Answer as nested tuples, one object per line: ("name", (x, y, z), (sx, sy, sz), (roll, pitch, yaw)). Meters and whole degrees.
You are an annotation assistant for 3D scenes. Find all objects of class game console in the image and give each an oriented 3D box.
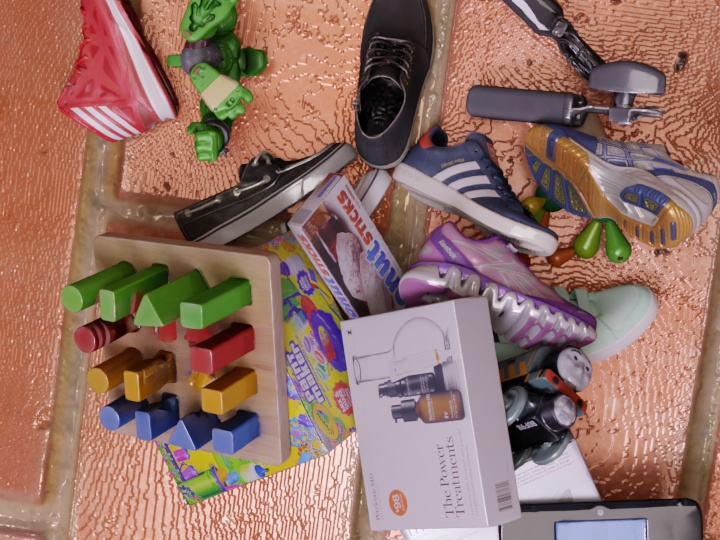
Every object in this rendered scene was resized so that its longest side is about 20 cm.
("game console", (0.235, 0.313, 1.316), (0.198, 0.031, 0.179), (-2, 96, 1))

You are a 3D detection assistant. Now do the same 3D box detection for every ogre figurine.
("ogre figurine", (-0.145, -0.214, 1.346), (0.097, 0.120, 0.202), (-19, 94, 0))

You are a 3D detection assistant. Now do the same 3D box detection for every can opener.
("can opener", (0.203, -0.176, 1.329), (0.199, 0.053, 0.068), (9, 97, 27))

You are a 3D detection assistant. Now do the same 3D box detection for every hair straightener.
("hair straightener", (0.198, -0.229, 1.349), (0.041, 0.077, 0.200), (-39, 94, 20))

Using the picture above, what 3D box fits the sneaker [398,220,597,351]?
("sneaker", (0.138, 0.013, 1.279), (0.199, 0.081, 0.089), (21, 62, -11))

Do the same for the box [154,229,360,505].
("box", (-0.116, 0.095, 1.329), (0.192, 0.122, 0.201), (-24, 93, 34))

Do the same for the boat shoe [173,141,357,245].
("boat shoe", (-0.099, -0.085, 1.377), (0.199, 0.071, 0.064), (-30, 93, 6))

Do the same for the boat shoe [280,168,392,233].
("boat shoe", (-0.049, -0.032, 1.382), (0.070, 0.071, 0.200), (38, 102, -3))

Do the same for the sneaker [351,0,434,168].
("sneaker", (0.034, -0.209, 1.332), (0.074, 0.106, 0.202), (5, 80, 3))

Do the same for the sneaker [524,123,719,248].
("sneaker", (0.248, -0.090, 1.289), (0.088, 0.076, 0.200), (-33, 51, -30))

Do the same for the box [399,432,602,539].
("box", (0.158, 0.280, 1.376), (0.199, 0.097, 0.178), (-25, 92, 5))

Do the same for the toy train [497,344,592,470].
("toy train", (0.139, 0.131, 1.291), (0.085, 0.200, 0.114), (40, 55, -17))

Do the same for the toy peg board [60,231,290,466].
("toy peg board", (-0.177, 0.081, 1.230), (0.199, 0.098, 0.201), (7, 108, 28))

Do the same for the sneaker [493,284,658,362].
("sneaker", (0.194, 0.034, 1.346), (0.199, 0.074, 0.119), (-19, 126, 6))

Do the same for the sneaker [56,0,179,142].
("sneaker", (-0.276, -0.224, 1.374), (0.115, 0.078, 0.201), (-27, 91, 3))

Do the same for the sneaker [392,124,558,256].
("sneaker", (0.124, -0.086, 1.332), (0.199, 0.075, 0.085), (31, 86, 32))

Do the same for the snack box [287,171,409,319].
("snack box", (0.000, 0.000, 1.333), (0.072, 0.024, 0.201), (-52, 131, -24))

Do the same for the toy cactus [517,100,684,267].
("toy cactus", (0.234, -0.087, 1.357), (0.198, 0.102, 0.166), (-15, 83, 13))

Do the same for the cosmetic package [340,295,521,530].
("cosmetic package", (0.061, 0.133, 1.239), (0.150, 0.051, 0.202), (-14, 84, 47))
